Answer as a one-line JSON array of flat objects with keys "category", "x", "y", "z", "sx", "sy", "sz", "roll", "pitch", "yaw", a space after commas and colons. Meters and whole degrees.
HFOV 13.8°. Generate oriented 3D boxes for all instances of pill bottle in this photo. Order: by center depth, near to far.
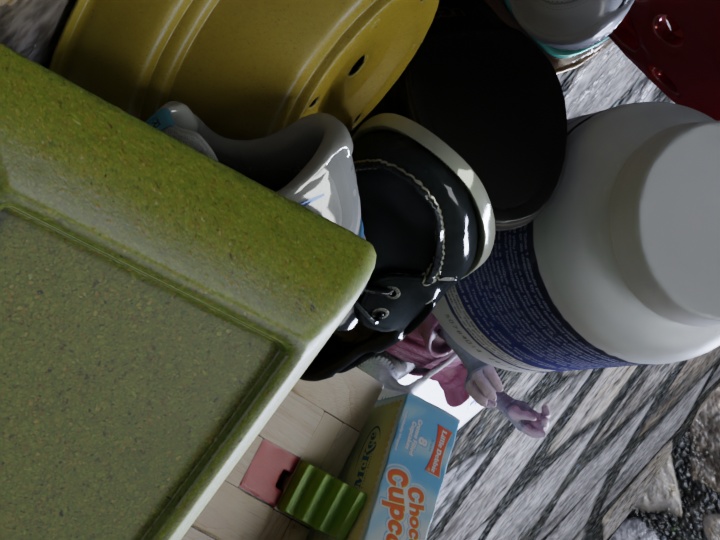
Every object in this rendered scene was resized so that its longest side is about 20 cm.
[{"category": "pill bottle", "x": 0.111, "y": -0.014, "z": 1.290, "sx": 0.111, "sy": 0.111, "sz": 0.200, "roll": -46, "pitch": -167, "yaw": -18}]

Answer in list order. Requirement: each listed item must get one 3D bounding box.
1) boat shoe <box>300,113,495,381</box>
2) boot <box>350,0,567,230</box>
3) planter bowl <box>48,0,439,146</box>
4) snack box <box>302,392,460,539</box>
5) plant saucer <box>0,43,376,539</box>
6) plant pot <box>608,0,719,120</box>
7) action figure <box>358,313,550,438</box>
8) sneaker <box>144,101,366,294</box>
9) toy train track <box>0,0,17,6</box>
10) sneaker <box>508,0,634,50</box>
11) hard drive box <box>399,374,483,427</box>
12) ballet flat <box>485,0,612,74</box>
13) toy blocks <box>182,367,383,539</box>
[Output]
[{"category": "boat shoe", "x": -0.002, "y": -0.002, "z": 1.222, "sx": 0.066, "sy": 0.074, "sz": 0.199, "roll": -48, "pitch": -178, "yaw": -21}, {"category": "boot", "x": 0.020, "y": -0.046, "z": 1.313, "sx": 0.069, "sy": 0.201, "sz": 0.175, "roll": 0, "pitch": 137, "yaw": -21}, {"category": "planter bowl", "x": -0.028, "y": -0.102, "z": 1.171, "sx": 0.200, "sy": 0.083, "sz": 0.201, "roll": -47, "pitch": 167, "yaw": -14}, {"category": "snack box", "x": -0.025, "y": 0.160, "z": 1.389, "sx": 0.116, "sy": 0.037, "sz": 0.201, "roll": -17, "pitch": -130, "yaw": 53}, {"category": "plant saucer", "x": -0.116, "y": 0.042, "z": 1.069, "sx": 0.199, "sy": 0.048, "sz": 0.200, "roll": 27, "pitch": 107, "yaw": -31}, {"category": "plant pot", "x": 0.172, "y": -0.185, "z": 1.393, "sx": 0.201, "sy": 0.182, "sz": 0.201, "roll": -48, "pitch": 168, "yaw": -14}, {"category": "action figure", "x": 0.056, "y": 0.004, "z": 1.459, "sx": 0.200, "sy": 0.149, "sz": 0.134, "roll": -31, "pitch": 164, "yaw": -10}, {"category": "sneaker", "x": -0.092, "y": -0.022, "z": 1.111, "sx": 0.199, "sy": 0.075, "sz": 0.087, "roll": -12, "pitch": 131, "yaw": -17}, {"category": "toy train track", "x": -0.101, "y": -0.123, "z": 0.973, "sx": 0.115, "sy": 0.033, "sz": 0.200, "roll": -55, "pitch": 166, "yaw": 18}, {"category": "sneaker", "x": 0.085, "y": -0.193, "z": 1.235, "sx": 0.115, "sy": 0.075, "sz": 0.201, "roll": -3, "pitch": 105, "yaw": -65}, {"category": "hard drive box", "x": -0.006, "y": 0.040, "z": 1.569, "sx": 0.200, "sy": 0.077, "sz": 0.156, "roll": -38, "pitch": 144, "yaw": -46}, {"category": "ballet flat", "x": 0.072, "y": -0.113, "z": 1.551, "sx": 0.200, "sy": 0.068, "sz": 0.072, "roll": -42, "pitch": -175, "yaw": -31}, {"category": "toy blocks", "x": -0.082, "y": 0.085, "z": 1.350, "sx": 0.137, "sy": 0.100, "sz": 0.201, "roll": 33, "pitch": 82, "yaw": -39}]
